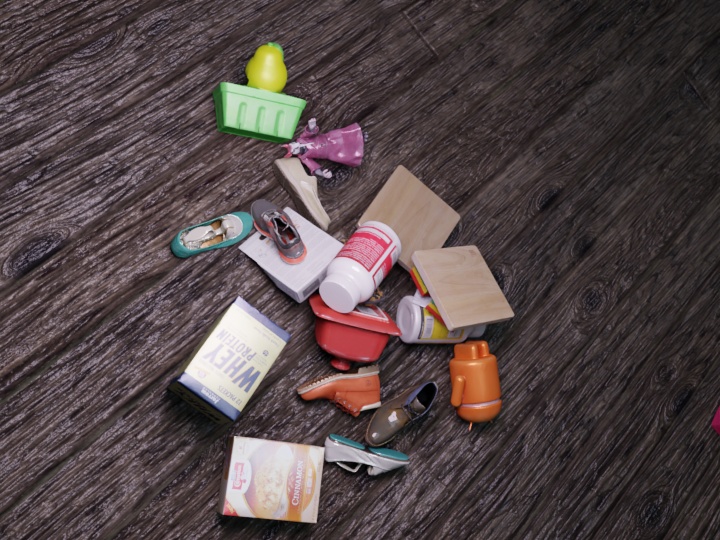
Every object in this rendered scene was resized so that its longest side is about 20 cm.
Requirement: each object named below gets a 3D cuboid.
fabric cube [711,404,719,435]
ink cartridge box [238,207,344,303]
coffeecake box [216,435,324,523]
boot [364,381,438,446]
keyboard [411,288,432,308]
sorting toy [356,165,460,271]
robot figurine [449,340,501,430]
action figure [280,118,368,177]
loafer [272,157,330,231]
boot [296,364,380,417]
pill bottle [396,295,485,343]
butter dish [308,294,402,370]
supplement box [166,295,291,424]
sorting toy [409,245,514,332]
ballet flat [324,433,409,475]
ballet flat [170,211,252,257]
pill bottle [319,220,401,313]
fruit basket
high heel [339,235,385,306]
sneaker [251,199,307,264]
[{"bbox_3d":[1.138,0.410,2.018,0.196,0.199,0.200,43,65,-9],"label":"fabric cube"},{"bbox_3d":[-0.148,-0.038,1.643,0.199,0.057,0.162,32,62,33],"label":"ink cartridge box"},{"bbox_3d":[-0.185,0.434,1.527,0.198,0.073,0.155,12,74,-19],"label":"coffeecake box"},{"bbox_3d":[0.093,0.313,1.643,0.075,0.097,0.200,49,54,4],"label":"boot"},{"bbox_3d":[0.171,0.032,1.744,0.056,0.011,0.200,27,35,3],"label":"keyboard"},{"bbox_3d":[0.108,-0.112,1.777,0.198,0.070,0.201,39,66,-8],"label":"sorting toy"},{"bbox_3d":[0.269,0.269,1.727,0.115,0.144,0.203,-8,91,10],"label":"robot figurine"},{"bbox_3d":[-0.089,-0.293,1.693,0.198,0.149,0.136,-5,111,-17],"label":"action figure"},{"bbox_3d":[-0.124,-0.183,1.701,0.068,0.076,0.201,-34,91,-20],"label":"loafer"},{"bbox_3d":[-0.042,0.277,1.628,0.198,0.075,0.109,-7,87,-23],"label":"boot"},{"bbox_3d":[0.194,0.118,1.741,0.198,0.111,0.113,3,76,-22],"label":"pill bottle"},{"bbox_3d":[-0.028,0.148,1.621,0.197,0.200,0.150,13,98,-12],"label":"butter dish"},{"bbox_3d":[-0.269,0.186,1.481,0.134,0.200,0.201,37,67,-9],"label":"supplement box"},{"bbox_3d":[0.221,0.050,1.677,0.198,0.070,0.200,-6,59,-37],"label":"sorting toy"},{"bbox_3d":[0.009,0.417,1.625,0.198,0.069,0.070,18,71,-13],"label":"ballet flat"},{"bbox_3d":[-0.315,-0.082,1.599,0.199,0.070,0.068,-24,87,-26],"label":"ballet flat"},{"bbox_3d":[-0.002,-0.006,1.559,0.112,0.112,0.200,44,50,-7],"label":"pill bottle"},{"bbox_3d":[-0.226,-0.407,1.666,0.213,0.155,0.219,-1,92,-21],"label":"fruit basket"},{"bbox_3d":[0.000,0.000,1.676,0.141,0.072,0.201,12,45,4],"label":"high heel"},{"bbox_3d":[-0.180,-0.105,1.615,0.077,0.082,0.200,-32,57,-16],"label":"sneaker"}]
